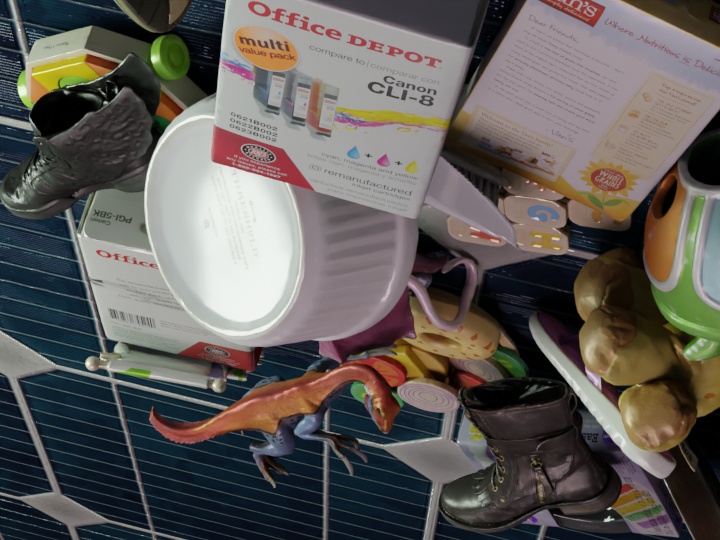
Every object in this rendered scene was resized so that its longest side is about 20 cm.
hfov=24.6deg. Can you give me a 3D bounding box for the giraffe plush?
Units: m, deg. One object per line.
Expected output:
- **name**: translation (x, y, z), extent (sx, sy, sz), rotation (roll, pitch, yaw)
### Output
- **giraffe plush**: translation (0.276, 0.050, 1.243), extent (0.162, 0.173, 0.200), rotation (-27, 123, 24)

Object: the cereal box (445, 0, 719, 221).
- **cereal box**: translation (0.152, -0.120, 1.071), extent (0.143, 0.040, 0.200), rotation (25, 147, -5)

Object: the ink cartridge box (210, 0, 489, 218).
- **ink cartridge box**: translation (-0.001, -0.155, 0.998), extent (0.145, 0.145, 0.200), rotation (16, 152, 1)

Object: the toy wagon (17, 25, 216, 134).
- **toy wagon**: translation (-0.163, -0.115, 1.269), extent (0.155, 0.040, 0.200), rotation (-6, 145, 37)

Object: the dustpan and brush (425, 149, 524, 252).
- **dustpan and brush**: translation (0.037, -0.085, 1.164), extent (0.199, 0.057, 0.140), rotation (28, -176, 1)

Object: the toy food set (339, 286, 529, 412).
- **toy food set**: translation (0.053, 0.073, 1.491), extent (0.199, 0.049, 0.198), rotation (-1, 148, 29)

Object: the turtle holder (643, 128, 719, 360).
- **turtle holder**: translation (0.279, -0.025, 1.097), extent (0.185, 0.141, 0.132), rotation (7, 136, 31)

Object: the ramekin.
- **ramekin**: translation (-0.065, -0.039, 1.148), extent (0.202, 0.203, 0.094), rotation (-15, -177, 44)

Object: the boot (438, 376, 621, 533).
- **boot**: translation (0.133, 0.160, 1.510), extent (0.199, 0.069, 0.174), rotation (-14, 135, 26)

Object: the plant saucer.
- **plant saucer**: translation (0.310, 0.209, 1.484), extent (0.034, 0.201, 0.200), rotation (-27, 139, 11)

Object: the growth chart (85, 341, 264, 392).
- **growth chart**: translation (-0.165, 0.080, 1.534), extent (0.144, 0.018, 0.200), rotation (11, -172, 2)

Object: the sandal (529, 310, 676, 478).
- **sandal**: translation (0.208, 0.092, 1.351), extent (0.050, 0.203, 0.082), rotation (-46, 133, 11)

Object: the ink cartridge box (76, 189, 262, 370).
- **ink cartridge box**: translation (-0.153, -0.003, 1.422), extent (0.146, 0.083, 0.200), rotation (13, 153, 5)

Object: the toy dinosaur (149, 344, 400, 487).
- **toy dinosaur**: translation (-0.052, 0.124, 1.386), extent (0.199, 0.106, 0.181), rotation (-7, 161, -26)

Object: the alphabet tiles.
- **alphabet tiles**: translation (0.106, -0.072, 1.233), extent (0.195, 0.015, 0.200), rotation (9, 151, 13)

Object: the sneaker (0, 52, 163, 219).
- **sneaker**: translation (-0.216, -0.098, 1.228), extent (0.199, 0.060, 0.104), rotation (-10, 145, 31)

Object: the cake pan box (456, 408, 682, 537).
- **cake pan box**: translation (0.213, 0.200, 1.639), extent (0.183, 0.053, 0.200), rotation (3, 149, 27)

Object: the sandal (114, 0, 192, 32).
- **sandal**: translation (-0.173, -0.234, 1.035), extent (0.057, 0.080, 0.201), rotation (10, 150, 50)

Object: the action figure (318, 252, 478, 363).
- **action figure**: translation (0.000, 0.000, 1.294), extent (0.148, 0.135, 0.200), rotation (7, 154, 15)
